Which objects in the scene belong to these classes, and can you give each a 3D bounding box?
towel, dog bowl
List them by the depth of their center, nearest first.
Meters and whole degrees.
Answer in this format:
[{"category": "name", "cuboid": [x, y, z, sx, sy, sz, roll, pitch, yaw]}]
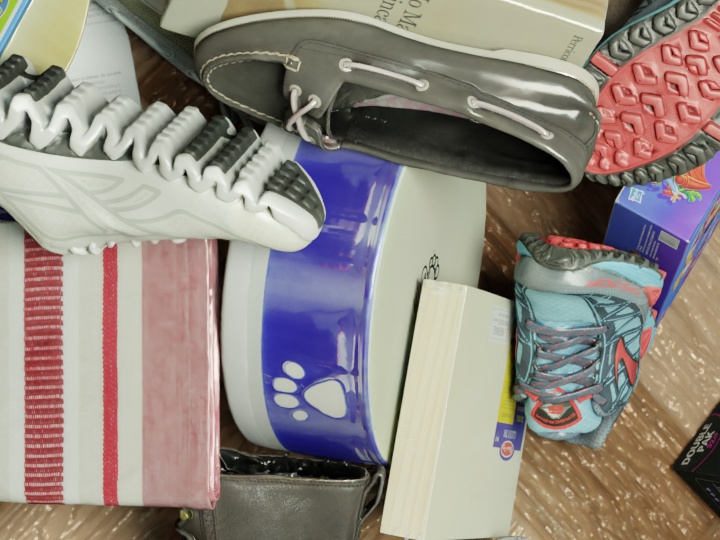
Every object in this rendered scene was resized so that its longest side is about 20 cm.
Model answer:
[{"category": "towel", "cuboid": [-0.167, 0.045, 1.290, 0.200, 0.023, 0.144, 1, 92, 14]}, {"category": "dog bowl", "cuboid": [0.000, 0.000, 1.331, 0.079, 0.200, 0.200, 10, 86, 17]}]

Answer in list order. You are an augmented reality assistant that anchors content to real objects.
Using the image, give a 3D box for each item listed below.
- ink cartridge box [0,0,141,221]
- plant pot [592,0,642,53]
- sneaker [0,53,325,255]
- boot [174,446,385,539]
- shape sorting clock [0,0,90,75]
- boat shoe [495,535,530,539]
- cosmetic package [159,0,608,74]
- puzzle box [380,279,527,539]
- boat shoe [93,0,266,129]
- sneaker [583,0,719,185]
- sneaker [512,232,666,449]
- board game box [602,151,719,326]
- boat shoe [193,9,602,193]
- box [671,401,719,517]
[{"category": "ink cartridge box", "cuboid": [-0.159, -0.045, 1.339, 0.099, 0.039, 0.200, -11, 96, -25]}, {"category": "plant pot", "cuboid": [0.089, -0.189, 1.379, 0.198, 0.200, 0.200, 41, 75, -28]}, {"category": "sneaker", "cuboid": [-0.113, -0.042, 1.237, 0.200, 0.075, 0.081, 18, 110, 12]}, {"category": "boot", "cuboid": [-0.083, 0.171, 1.323, 0.200, 0.069, 0.174, -3, 108, 2]}, {"category": "shape sorting clock", "cuboid": [-0.234, -0.148, 1.277, 0.200, 0.039, 0.200, 0, 95, -1]}, {"category": "boat shoe", "cuboid": [0.034, 0.227, 1.426, 0.200, 0.062, 0.072, -43, 90, 1]}, {"category": "cosmetic package", "cuboid": [0.013, -0.143, 1.244, 0.200, 0.105, 0.071, 16, 57, -8]}, {"category": "puzzle box", "cuboid": [0.058, 0.079, 1.381, 0.025, 0.200, 0.133, 9, 87, 16]}, {"category": "boat shoe", "cuboid": [-0.072, -0.126, 1.355, 0.202, 0.065, 0.074, 33, 59, -47]}, {"category": "sneaker", "cuboid": [0.180, -0.124, 1.295, 0.079, 0.096, 0.200, 41, 105, -4]}, {"category": "sneaker", "cuboid": [0.122, 0.045, 1.397, 0.079, 0.200, 0.096, 11, 73, 17]}, {"category": "board game box", "cuboid": [0.185, -0.053, 1.420, 0.045, 0.200, 0.134, 30, 77, 9]}, {"category": "boat shoe", "cuboid": [0.015, -0.079, 1.221, 0.200, 0.067, 0.057, 8, 56, 3]}, {"category": "box", "cuboid": [0.308, 0.107, 1.480, 0.124, 0.200, 0.149, 45, 74, -19]}]
